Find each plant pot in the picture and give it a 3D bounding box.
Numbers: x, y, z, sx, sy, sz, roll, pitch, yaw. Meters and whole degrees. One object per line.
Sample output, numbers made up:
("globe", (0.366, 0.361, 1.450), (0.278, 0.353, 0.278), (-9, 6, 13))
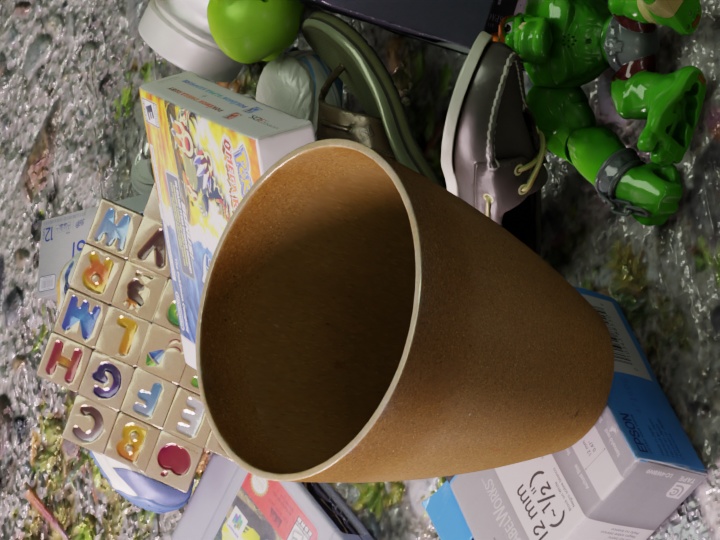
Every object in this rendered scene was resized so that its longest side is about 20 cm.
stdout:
("plant pot", (0.041, 0.041, 1.431), (0.186, 0.200, 0.187), (-19, 64, 44))

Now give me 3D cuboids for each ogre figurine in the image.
("ogre figurine", (0.148, -0.135, 1.540), (0.120, 0.098, 0.201), (11, 124, 44))

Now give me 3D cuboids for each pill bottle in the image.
("pill bottle", (-0.079, -0.240, 1.831), (0.200, 0.110, 0.111), (-60, 42, 20))

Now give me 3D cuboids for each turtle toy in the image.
("turtle toy", (-0.080, -0.240, 1.709), (0.145, 0.101, 0.201), (2, 91, 39))

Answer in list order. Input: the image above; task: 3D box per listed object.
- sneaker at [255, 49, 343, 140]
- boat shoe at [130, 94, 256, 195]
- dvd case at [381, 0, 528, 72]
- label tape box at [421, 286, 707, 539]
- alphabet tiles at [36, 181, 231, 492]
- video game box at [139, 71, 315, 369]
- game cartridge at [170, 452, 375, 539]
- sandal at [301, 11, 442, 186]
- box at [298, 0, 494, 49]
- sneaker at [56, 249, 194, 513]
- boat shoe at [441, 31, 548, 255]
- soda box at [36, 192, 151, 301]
("sneaker", (-0.038, -0.053, 1.772), (0.072, 0.072, 0.201), (17, 107, 44))
("boat shoe", (-0.127, -0.092, 1.863), (0.202, 0.086, 0.075), (-6, 71, 52))
("dvd case", (0.089, -0.243, 1.697), (0.150, 0.025, 0.201), (23, 97, 52))
("label tape box", (0.101, 0.128, 1.542), (0.200, 0.066, 0.144), (-49, 46, 28))
("alphabet tiles", (-0.128, 0.042, 1.755), (0.166, 0.006, 0.201), (23, 98, 12))
("video game box", (-0.073, -0.012, 1.622), (0.182, 0.047, 0.201), (23, 127, 57))
("game cartridge", (-0.060, 0.198, 1.742), (0.200, 0.041, 0.133), (46, 119, 47))
("sandal", (0.005, -0.084, 1.676), (0.057, 0.080, 0.201), (-24, 70, -5))
("box", (0.042, -0.248, 1.593), (0.182, 0.104, 0.201), (-140, 66, -81))
("sneaker", (-0.154, 0.069, 1.793), (0.088, 0.075, 0.201), (-30, 75, 43))
("boat shoe", (0.086, -0.063, 1.549), (0.060, 0.202, 0.072), (21, 54, 16))
("soda box", (-0.157, -0.016, 1.895), (0.200, 0.068, 0.064), (-11, 71, 48))
